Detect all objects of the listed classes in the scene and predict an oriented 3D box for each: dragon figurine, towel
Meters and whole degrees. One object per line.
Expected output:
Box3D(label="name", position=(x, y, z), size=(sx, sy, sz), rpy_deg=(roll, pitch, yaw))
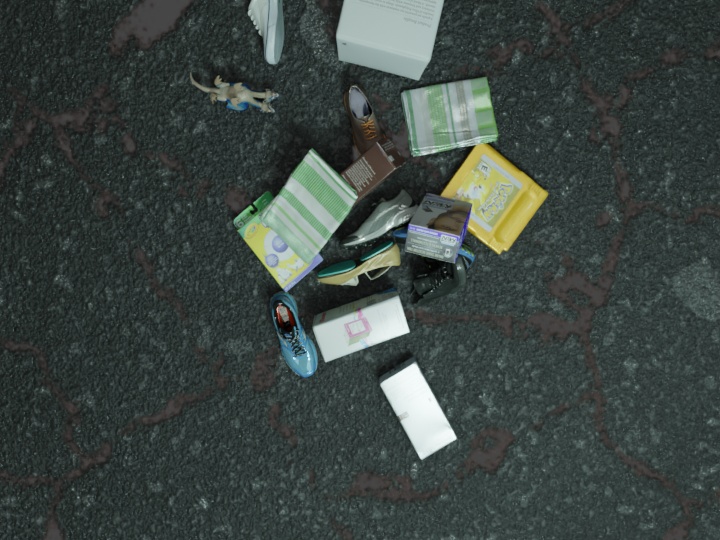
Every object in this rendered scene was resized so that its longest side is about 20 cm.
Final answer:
Box3D(label="dragon figurine", position=(-0.277, -0.385, 1.479), size=(0.195, 0.099, 0.060), rpy_deg=(13, 97, 19))
Box3D(label="towel", position=(0.195, -0.341, 1.482), size=(0.195, 0.031, 0.153), rpy_deg=(-10, 84, 2))
Box3D(label="towel", position=(-0.110, -0.134, 1.431), size=(0.152, 0.023, 0.201), rpy_deg=(42, 115, 2))

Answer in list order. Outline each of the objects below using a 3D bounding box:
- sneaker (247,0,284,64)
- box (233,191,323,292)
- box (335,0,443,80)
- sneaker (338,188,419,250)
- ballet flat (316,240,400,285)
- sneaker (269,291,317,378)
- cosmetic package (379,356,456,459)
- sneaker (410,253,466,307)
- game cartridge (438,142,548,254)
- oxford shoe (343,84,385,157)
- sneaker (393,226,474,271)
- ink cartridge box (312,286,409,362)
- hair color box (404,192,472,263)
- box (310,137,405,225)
Box3D(label="sneaker", position=(-0.207, -0.549, 1.465), size=(0.069, 0.073, 0.206), rpy_deg=(-1, 86, 9))
Box3D(label="box", position=(-0.186, -0.067, 1.510), size=(0.117, 0.048, 0.201), rpy_deg=(-39, 92, -3))
Box3D(label="box", position=(0.061, -0.517, 1.396), size=(0.194, 0.200, 0.176), rpy_deg=(13, 93, -2))
Box3D(label="sneaker", position=(0.036, -0.109, 1.503), size=(0.197, 0.074, 0.080), rpy_deg=(-30, 85, -3))
Box3D(label="ballet flat", position=(0.000, 0.000, 1.512), size=(0.196, 0.069, 0.064), rpy_deg=(-23, 109, 3))
Box3D(label="sneaker", position=(-0.158, 0.150, 1.511), size=(0.077, 0.090, 0.204), rpy_deg=(-23, 94, 2))
Box3D(label="cosmetic package", position=(0.130, 0.311, 1.534), size=(0.100, 0.074, 0.203), rpy_deg=(-30, 93, 3))
Box3D(label="sneaker", position=(0.163, 0.026, 1.449), size=(0.102, 0.200, 0.061), rpy_deg=(-14, 73, -4))
Box3D(label="game cartridge", position=(0.292, -0.162, 1.511), size=(0.198, 0.032, 0.178), rpy_deg=(37, 94, -1))
Box3D(label="oxford shoe", position=(0.012, -0.308, 1.478), size=(0.070, 0.073, 0.204), rpy_deg=(-24, 95, 2))
Box3D(label="sneaker", position=(0.159, -0.040, 1.492), size=(0.196, 0.071, 0.084), rpy_deg=(21, 108, -18))
Box3D(label="ink cartridge box", position=(0.000, 0.115, 1.480), size=(0.195, 0.145, 0.087), rpy_deg=(-18, 96, 2))
Box3D(label="hair color box", position=(0.166, -0.093, 1.413), size=(0.107, 0.201, 0.066), rpy_deg=(14, 119, 10))
Box3D(label="box", position=(-0.005, -0.192, 1.445), size=(0.198, 0.100, 0.076), rpy_deg=(-36, 93, 23))
